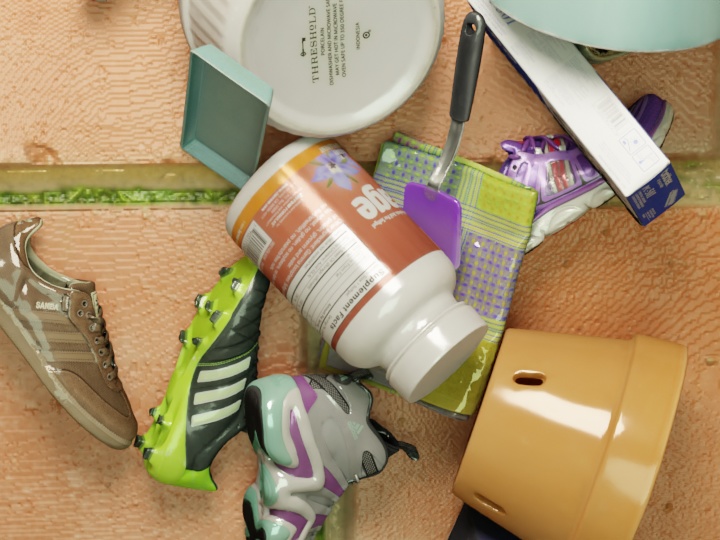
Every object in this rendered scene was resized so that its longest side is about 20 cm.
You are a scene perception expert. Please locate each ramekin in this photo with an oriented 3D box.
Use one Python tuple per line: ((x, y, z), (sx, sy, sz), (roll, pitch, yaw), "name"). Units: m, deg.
((-0.028, -0.191, 1.547), (0.201, 0.094, 0.203), (-10, 123, -15), "ramekin")

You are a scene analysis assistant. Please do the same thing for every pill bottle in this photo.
((0.000, 0.000, 1.580), (0.112, 0.112, 0.200), (-45, 77, 6), "pill bottle")

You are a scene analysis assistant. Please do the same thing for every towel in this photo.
((0.052, 0.008, 1.631), (0.143, 0.023, 0.201), (23, 105, 21), "towel")

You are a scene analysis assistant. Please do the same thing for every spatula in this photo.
((0.068, -0.099, 1.576), (0.056, 0.021, 0.201), (22, 110, 31), "spatula")

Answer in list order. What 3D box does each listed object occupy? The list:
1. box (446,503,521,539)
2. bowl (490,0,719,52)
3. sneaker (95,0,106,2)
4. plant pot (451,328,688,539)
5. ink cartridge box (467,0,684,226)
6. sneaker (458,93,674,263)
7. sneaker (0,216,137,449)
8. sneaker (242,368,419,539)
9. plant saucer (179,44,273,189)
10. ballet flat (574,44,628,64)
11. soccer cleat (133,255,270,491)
((0.136, 0.282, 1.636), (0.147, 0.200, 0.105), (22, 101, -9), "box")
((0.188, -0.251, 1.506), (0.200, 0.201, 0.105), (3, 123, -5), "bowl")
((-0.128, -0.266, 1.566), (0.200, 0.081, 0.088), (-42, 100, 6), "sneaker")
((0.157, 0.131, 1.618), (0.139, 0.200, 0.201), (20, 100, 4), "plant pot")
((0.163, -0.130, 1.562), (0.044, 0.094, 0.200), (-38, 71, 5), "ink cartridge box")
((0.156, -0.081, 1.628), (0.200, 0.081, 0.084), (-34, 96, 4), "sneaker")
((-0.227, 0.049, 1.630), (0.075, 0.070, 0.200), (-37, 102, 3), "sneaker")
((-0.020, 0.167, 1.663), (0.139, 0.078, 0.201), (-9, 125, -18), "sneaker")
((-0.099, -0.112, 1.546), (0.070, 0.200, 0.019), (35, 73, 4), "plant saucer")
((0.253, -0.213, 1.613), (0.199, 0.062, 0.068), (-30, 102, 2), "ballet flat")
((-0.109, 0.082, 1.654), (0.081, 0.068, 0.201), (21, 101, -25), "soccer cleat")
